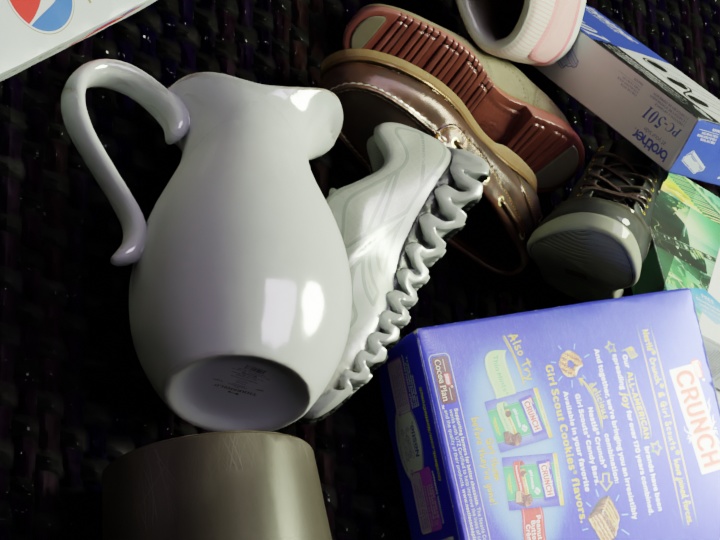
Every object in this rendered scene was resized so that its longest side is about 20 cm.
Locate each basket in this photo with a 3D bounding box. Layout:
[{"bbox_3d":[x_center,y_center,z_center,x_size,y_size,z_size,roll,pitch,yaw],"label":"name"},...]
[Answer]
[{"bbox_3d":[-0.067,0.192,1.018,0.180,0.135,0.201,29,48,-60],"label":"basket"}]

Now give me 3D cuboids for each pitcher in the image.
[{"bbox_3d":[-0.088,-0.021,1.108,0.171,0.121,0.201,15,51,-20],"label":"pitcher"}]

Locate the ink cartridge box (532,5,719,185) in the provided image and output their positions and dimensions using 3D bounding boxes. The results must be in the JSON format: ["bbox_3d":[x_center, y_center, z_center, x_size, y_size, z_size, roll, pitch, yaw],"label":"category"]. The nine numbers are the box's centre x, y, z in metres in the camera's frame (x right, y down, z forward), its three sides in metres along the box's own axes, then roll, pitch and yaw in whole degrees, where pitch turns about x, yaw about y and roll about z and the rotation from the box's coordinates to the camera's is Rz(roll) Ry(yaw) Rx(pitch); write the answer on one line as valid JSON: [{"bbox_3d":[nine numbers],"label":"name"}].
[{"bbox_3d":[0.185,-0.128,1.398,0.094,0.044,0.200,10,25,-44],"label":"ink cartridge box"}]

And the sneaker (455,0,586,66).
[{"bbox_3d":[0.114,-0.232,1.324,0.104,0.075,0.202,-13,114,-59],"label":"sneaker"}]

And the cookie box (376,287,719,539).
[{"bbox_3d":[0.126,0.112,1.250,0.199,0.075,0.172,-7,79,-25],"label":"cookie box"}]

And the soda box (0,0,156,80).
[{"bbox_3d":[-0.173,-0.148,1.087,0.200,0.068,0.064,-36,101,-48],"label":"soda box"}]

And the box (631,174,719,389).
[{"bbox_3d":[0.249,0.009,1.438,0.144,0.036,0.201,27,31,-25],"label":"box"}]

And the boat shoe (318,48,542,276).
[{"bbox_3d":[0.048,-0.066,1.292,0.200,0.070,0.071,33,51,-34],"label":"boat shoe"}]

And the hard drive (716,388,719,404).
[{"bbox_3d":[0.290,0.177,1.341,0.131,0.025,0.201,21,39,-33],"label":"hard drive"}]

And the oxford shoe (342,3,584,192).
[{"bbox_3d":[0.062,-0.123,1.352,0.200,0.070,0.075,34,24,-31],"label":"oxford shoe"}]

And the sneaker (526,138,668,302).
[{"bbox_3d":[0.160,-0.046,1.324,0.074,0.200,0.107,21,82,5],"label":"sneaker"}]

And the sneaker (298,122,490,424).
[{"bbox_3d":[0.000,0.000,1.207,0.081,0.075,0.201,32,67,-6],"label":"sneaker"}]
